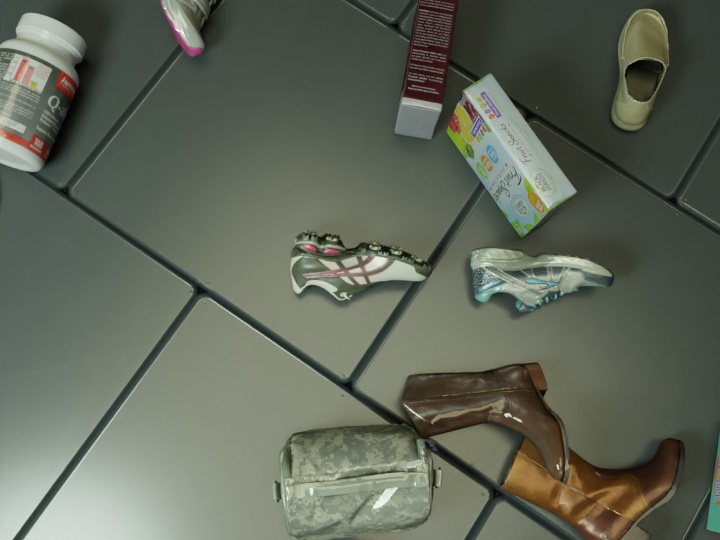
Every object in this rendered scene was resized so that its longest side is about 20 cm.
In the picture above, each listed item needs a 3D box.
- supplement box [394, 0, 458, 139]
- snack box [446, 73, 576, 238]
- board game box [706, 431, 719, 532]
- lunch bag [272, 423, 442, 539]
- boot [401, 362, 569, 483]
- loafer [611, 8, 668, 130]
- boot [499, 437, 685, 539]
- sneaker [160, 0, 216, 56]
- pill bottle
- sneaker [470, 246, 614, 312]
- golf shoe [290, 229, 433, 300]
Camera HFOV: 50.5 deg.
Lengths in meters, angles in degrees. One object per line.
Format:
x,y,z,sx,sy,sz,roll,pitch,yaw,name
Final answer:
0.098,-0.307,1.118,0.061,0.109,0.200,9,78,-1,supplement box
0.205,-0.156,1.071,0.053,0.142,0.200,-32,81,-9,snack box
0.585,0.301,1.034,0.200,0.045,0.152,15,78,1,board game box
-0.005,0.265,0.957,0.200,0.168,0.140,-5,78,-4,lunch bag
0.159,0.207,1.007,0.200,0.064,0.187,-5,44,-6,boot
0.429,-0.311,1.151,0.076,0.068,0.200,11,77,0,loafer
0.317,0.266,1.037,0.200,0.068,0.188,31,81,15,boot
-0.253,-0.419,1.143,0.088,0.081,0.200,-13,79,-3,sneaker
-0.470,-0.252,1.079,0.116,0.116,0.200,18,78,2,pill bottle
0.253,0.018,1.079,0.200,0.078,0.086,5,89,6,sneaker
0.000,0.000,1.075,0.200,0.077,0.088,9,97,2,golf shoe
